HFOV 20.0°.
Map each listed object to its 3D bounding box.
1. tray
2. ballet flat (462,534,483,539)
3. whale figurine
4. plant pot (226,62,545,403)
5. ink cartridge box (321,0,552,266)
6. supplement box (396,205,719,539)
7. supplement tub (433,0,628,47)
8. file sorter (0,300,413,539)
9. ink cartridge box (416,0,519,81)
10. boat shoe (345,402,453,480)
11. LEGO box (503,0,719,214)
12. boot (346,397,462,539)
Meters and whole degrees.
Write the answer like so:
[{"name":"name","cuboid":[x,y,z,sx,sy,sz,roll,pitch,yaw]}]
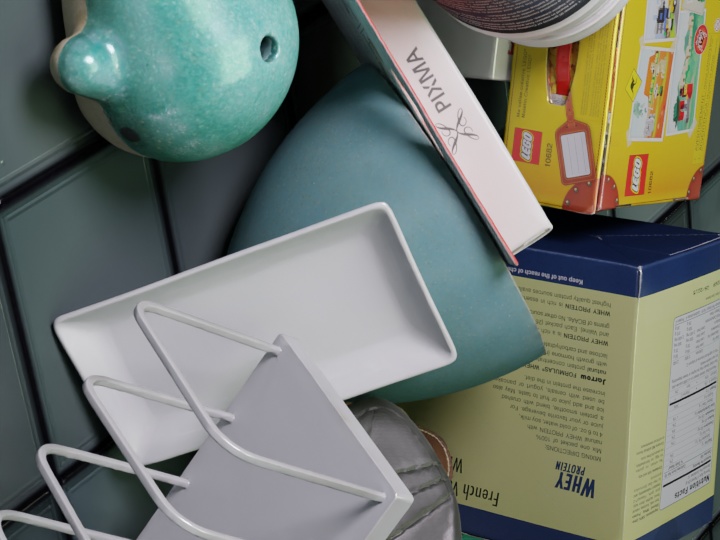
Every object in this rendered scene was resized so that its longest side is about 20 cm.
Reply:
[{"name":"tray","cuboid":[-0.057,0.033,1.110,0.022,0.198,0.108,-88,156,-58]},{"name":"ballet flat","cuboid":[0.015,0.232,1.348,0.200,0.067,0.067,-44,115,-42]},{"name":"whale figurine","cuboid":[-0.099,-0.148,1.059,0.159,0.103,0.201,-52,138,-33]},{"name":"plant pot","cuboid":[0.000,0.000,1.198,0.134,0.200,0.201,-33,135,-2]},{"name":"ink cartridge box","cuboid":[0.043,-0.098,1.169,0.043,0.174,0.201,-32,93,-3]},{"name":"supplement box","cuboid":[0.126,0.070,1.362,0.134,0.199,0.202,-15,110,-52]},{"name":"supplement tub","cuboid":[0.077,-0.213,1.152,0.200,0.139,0.142,25,78,-63]},{"name":"file sorter","cuboid":[-0.100,0.136,1.034,0.124,0.139,0.201,22,110,-42]},{"name":"ink cartridge box","cuboid":[0.102,-0.226,1.348,0.146,0.085,0.202,-4,102,-55]},{"name":"boat shoe","cuboid":[0.003,0.117,1.255,0.199,0.072,0.076,6,61,-54]},{"name":"LEGO box","cuboid":[0.168,-0.144,1.324,0.148,0.077,0.202,-7,107,-54]},{"name":"boot","cuboid":[0.010,0.186,1.192,0.073,0.154,0.205,-18,82,-24]}]
